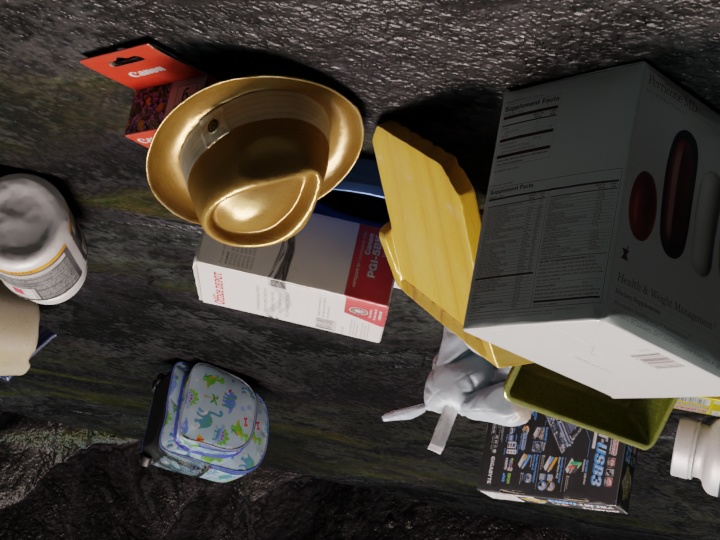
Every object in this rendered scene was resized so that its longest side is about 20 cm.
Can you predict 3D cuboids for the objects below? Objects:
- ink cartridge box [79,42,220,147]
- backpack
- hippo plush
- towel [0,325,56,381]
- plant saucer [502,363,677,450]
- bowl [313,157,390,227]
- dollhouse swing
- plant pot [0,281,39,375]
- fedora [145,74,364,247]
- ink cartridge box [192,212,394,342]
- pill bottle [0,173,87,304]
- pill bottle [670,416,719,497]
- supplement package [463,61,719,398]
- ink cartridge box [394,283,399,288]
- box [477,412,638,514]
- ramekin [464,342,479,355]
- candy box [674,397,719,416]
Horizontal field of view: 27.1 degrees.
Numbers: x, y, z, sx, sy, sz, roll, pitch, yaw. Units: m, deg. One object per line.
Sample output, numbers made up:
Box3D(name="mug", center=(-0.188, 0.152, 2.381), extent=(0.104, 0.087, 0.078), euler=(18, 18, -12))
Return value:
Box3D(name="ink cartridge box", center=(-0.151, -0.134, 1.348), extent=(0.108, 0.051, 0.199), euler=(-4, 158, 45))
Box3D(name="backpack", center=(-0.253, 0.264, 2.560), extent=(0.198, 0.185, 0.147), euler=(23, 148, -26))
Box3D(name="hippo plush", center=(0.161, 0.141, 1.834), extent=(0.158, 0.202, 0.161), euler=(29, 180, 25))
Box3D(name="towel", center=(-0.601, 0.103, 2.359), extent=(0.198, 0.145, 0.024), euler=(20, 122, 12))
Box3D(name="plant saucer", center=(0.250, 0.058, 1.497), extent=(0.198, 0.202, 0.048), euler=(21, -171, -27))
Box3D(name="bowl", center=(0.015, -0.061, 1.494), extent=(0.198, 0.040, 0.201), euler=(12, 164, 3))
Box3D(name="dollhouse swing", center=(0.119, -0.039, 1.320), extent=(0.179, 0.178, 0.200), euler=(-8, -158, -22))
Box3D(name="plant pot", center=(-0.581, 0.080, 2.220), extent=(0.181, 0.204, 0.200), euler=(7, 169, -28))
Box3D(name="fedora", center=(-0.087, -0.080, 1.289), extent=(0.198, 0.083, 0.202), euler=(-9, 144, -6))
Box3D(name="ink cartridge box", center=(-0.063, -0.003, 1.527), extent=(0.197, 0.084, 0.147), euler=(13, 163, 0))
Box3D(name="pill bottle", center=(-0.386, -0.030, 1.772), extent=(0.115, 0.118, 0.200), euler=(12, 164, 2))
Box3D(name="pill bottle", center=(0.522, 0.257, 2.009), extent=(0.197, 0.112, 0.111), euler=(11, 165, 17))
Box3D(name="supplement package", center=(0.208, -0.023, 1.174), extent=(0.190, 0.203, 0.146), euler=(24, 160, -37))
Box3D(name="ink cartridge box", center=(0.000, 0.000, 1.703), extent=(0.160, 0.058, 0.200), euler=(12, 160, 3))
Box3D(name="box", center=(0.257, 0.195, 1.890), extent=(0.196, 0.203, 0.050), euler=(1, 161, 32))
Box3D(name="ramekin", center=(0.202, 0.047, 1.612), extent=(0.198, 0.099, 0.201), euler=(12, 164, 3))
Box3D(name="candy box", center=(0.486, 0.173, 1.954), extent=(0.197, 0.027, 0.102), euler=(9, 168, 12))
